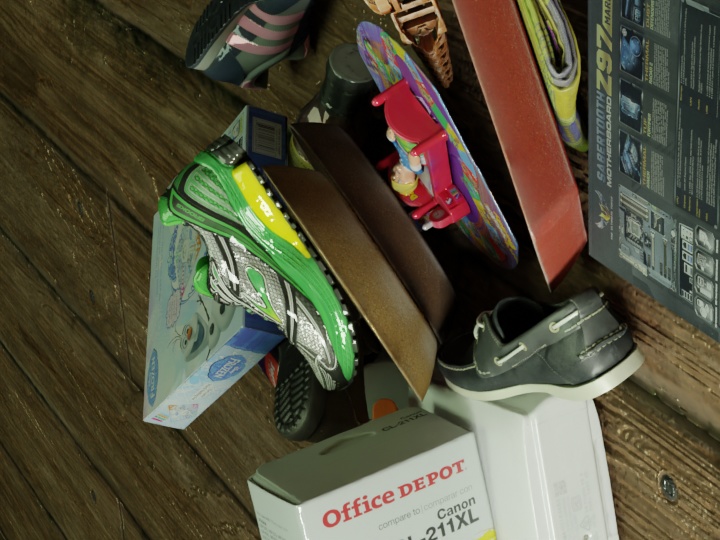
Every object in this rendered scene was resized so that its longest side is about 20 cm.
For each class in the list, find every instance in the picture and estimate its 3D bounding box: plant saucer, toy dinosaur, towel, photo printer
[{"bbox_3d":[0.096,-0.099,1.083,0.200,0.036,0.201,49,-156,-77],"label":"plant saucer"},{"bbox_3d":[0.000,0.000,1.241,0.201,0.035,0.200,56,179,1],"label":"plant saucer"},{"bbox_3d":[0.018,-0.207,1.153,0.136,0.101,0.201,-98,8,-52],"label":"toy dinosaur"},{"bbox_3d":[0.105,-0.150,1.040,0.200,0.023,0.145,44,-153,-77],"label":"towel"},{"bbox_3d":[0.016,-0.034,1.315,0.201,0.034,0.200,56,179,1],"label":"plant saucer"},{"bbox_3d":[0.102,0.149,1.277,0.200,0.069,0.168,16,119,63],"label":"photo printer"}]

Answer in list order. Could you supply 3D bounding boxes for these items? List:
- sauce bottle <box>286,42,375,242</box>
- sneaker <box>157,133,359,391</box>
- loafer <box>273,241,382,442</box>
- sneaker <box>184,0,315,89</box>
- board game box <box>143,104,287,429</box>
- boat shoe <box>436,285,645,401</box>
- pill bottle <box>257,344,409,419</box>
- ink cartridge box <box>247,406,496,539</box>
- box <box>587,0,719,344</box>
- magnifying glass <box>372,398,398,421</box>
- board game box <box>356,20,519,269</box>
[{"bbox_3d":[-0.024,-0.101,1.416,0.066,0.066,0.200,62,151,26],"label":"sauce bottle"},{"bbox_3d":[-0.069,0.005,1.256,0.201,0.085,0.078,55,180,-13],"label":"sneaker"},{"bbox_3d":[-0.023,0.054,1.360,0.073,0.071,0.201,-39,34,43],"label":"loafer"},{"bbox_3d":[-0.062,-0.214,1.445,0.200,0.082,0.071,-33,42,47],"label":"sneaker"},{"bbox_3d":[-0.119,0.001,1.451,0.199,0.043,0.201,-40,43,50],"label":"board game box"},{"bbox_3d":[0.109,0.044,1.177,0.068,0.072,0.200,55,156,-13],"label":"boat shoe"},{"bbox_3d":[-0.034,0.054,1.470,0.200,0.111,0.112,48,145,47],"label":"pill bottle"},{"bbox_3d":[0.020,0.217,1.233,0.083,0.145,0.201,17,124,61],"label":"ink cartridge box"},{"bbox_3d":[0.186,-0.073,0.976,0.158,0.051,0.201,39,139,54],"label":"box"},{"bbox_3d":[0.035,0.143,1.375,0.200,0.022,0.080,69,-162,-65],"label":"magnifying glass"},{"bbox_3d":[0.038,-0.075,1.225,0.201,0.039,0.158,60,172,-21],"label":"board game box"}]
